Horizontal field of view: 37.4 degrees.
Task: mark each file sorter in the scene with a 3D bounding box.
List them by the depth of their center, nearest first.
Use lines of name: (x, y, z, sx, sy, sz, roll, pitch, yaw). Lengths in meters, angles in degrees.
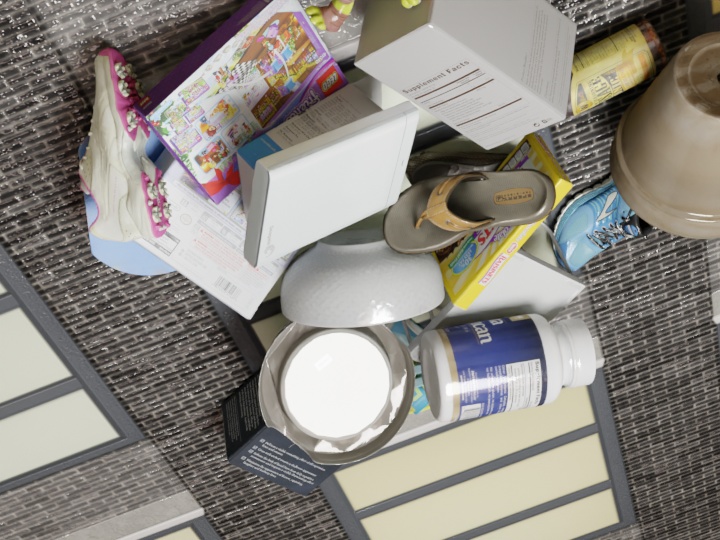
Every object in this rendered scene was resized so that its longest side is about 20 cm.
file sorter: (0.156, 0.024, 1.365, 0.138, 0.125, 0.200, 23, 122, -32)

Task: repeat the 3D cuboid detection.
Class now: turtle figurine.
turtle figurine: (-0.004, -0.322, 1.033, 0.161, 0.201, 0.064, -37, 177, 40)

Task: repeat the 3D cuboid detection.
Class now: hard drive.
hard drive: (-0.029, -0.090, 1.101, 0.198, 0.027, 0.133, -26, 147, -33)

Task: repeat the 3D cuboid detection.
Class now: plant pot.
plant pot: (0.389, -0.163, 1.180, 0.197, 0.202, 0.174, -13, 154, -3)

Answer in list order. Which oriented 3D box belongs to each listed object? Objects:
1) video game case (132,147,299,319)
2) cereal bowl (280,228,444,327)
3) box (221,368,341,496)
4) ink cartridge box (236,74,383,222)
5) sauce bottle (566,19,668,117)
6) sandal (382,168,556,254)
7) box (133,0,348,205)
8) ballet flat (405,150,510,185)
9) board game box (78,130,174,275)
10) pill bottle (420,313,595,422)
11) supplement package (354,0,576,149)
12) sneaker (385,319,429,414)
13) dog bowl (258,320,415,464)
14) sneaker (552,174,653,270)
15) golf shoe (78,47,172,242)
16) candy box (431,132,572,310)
video game case: (-0.149, -0.071, 1.207, 0.199, 0.045, 0.182, 38, 89, -36)
cereal bowl: (0.000, 0.000, 1.264, 0.197, 0.200, 0.085, -7, 103, -9)
box: (-0.072, 0.194, 1.466, 0.148, 0.108, 0.200, 32, 117, -34)
ink cartridge box: (-0.033, -0.120, 1.161, 0.199, 0.068, 0.117, -34, 149, -23)
sauce bottle: (0.251, -0.214, 1.222, 0.198, 0.066, 0.066, -28, 132, 11)
sandal: (0.117, -0.070, 1.177, 0.197, 0.083, 0.055, -8, 174, 15)
box: (-0.121, -0.185, 1.114, 0.200, 0.039, 0.137, -43, 132, -8)
ballet flat: (0.144, -0.120, 1.295, 0.197, 0.047, 0.068, -1, 128, -21)
board game box: (-0.238, -0.096, 1.199, 0.156, 0.039, 0.203, -13, 115, -25)
pill bottle: (0.179, 0.113, 1.291, 0.197, 0.112, 0.112, -8, 133, -9)
supplement package: (0.111, -0.235, 1.101, 0.199, 0.123, 0.119, 27, 154, -32)
sneaker: (0.045, 0.117, 1.414, 0.199, 0.132, 0.079, 30, 120, -34)
dog bowl: (-0.033, 0.136, 1.324, 0.197, 0.059, 0.203, -3, 102, -12)
sneaker: (0.324, -0.069, 1.351, 0.078, 0.091, 0.200, 24, 122, -31)
golf shoe: (-0.259, -0.126, 1.101, 0.090, 0.203, 0.075, -12, 178, 13)
candy box: (0.161, -0.058, 1.252, 0.026, 0.103, 0.201, 21, 120, -34)
